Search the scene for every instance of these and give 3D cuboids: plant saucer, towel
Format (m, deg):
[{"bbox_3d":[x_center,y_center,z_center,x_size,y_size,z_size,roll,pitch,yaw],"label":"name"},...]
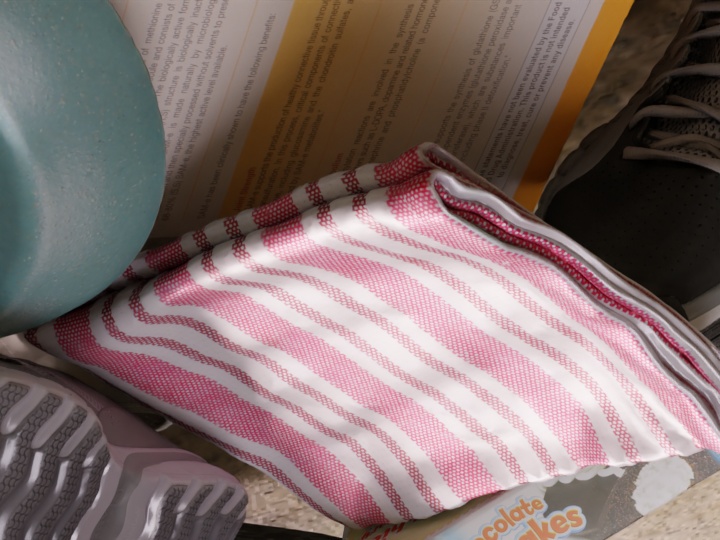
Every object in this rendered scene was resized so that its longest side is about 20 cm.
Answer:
[{"bbox_3d":[-0.154,-0.041,0.759,0.199,0.036,0.201,10,136,9],"label":"plant saucer"},{"bbox_3d":[0.005,0.030,0.814,0.146,0.030,0.200,34,146,-30],"label":"towel"}]

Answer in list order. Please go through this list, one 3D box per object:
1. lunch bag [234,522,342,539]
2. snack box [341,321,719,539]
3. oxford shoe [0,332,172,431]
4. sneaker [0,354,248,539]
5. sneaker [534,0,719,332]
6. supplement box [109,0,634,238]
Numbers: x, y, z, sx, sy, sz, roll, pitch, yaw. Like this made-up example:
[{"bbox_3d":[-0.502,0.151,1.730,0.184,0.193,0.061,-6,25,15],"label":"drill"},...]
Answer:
[{"bbox_3d":[-0.049,0.157,1.019,0.167,0.140,0.200,-8,-179,-20],"label":"lunch bag"},{"bbox_3d":[0.080,0.045,0.908,0.200,0.116,0.037,-34,108,21],"label":"snack box"},{"bbox_3d":[-0.119,0.008,0.884,0.200,0.075,0.058,25,95,-43],"label":"oxford shoe"},{"bbox_3d":[-0.113,0.061,0.819,0.075,0.082,0.200,-58,153,-2],"label":"sneaker"},{"bbox_3d":[0.111,-0.070,0.845,0.075,0.200,0.116,18,128,19],"label":"sneaker"},{"bbox_3d":[-0.028,-0.077,0.822,0.199,0.074,0.126,-3,142,-23],"label":"supplement box"}]
